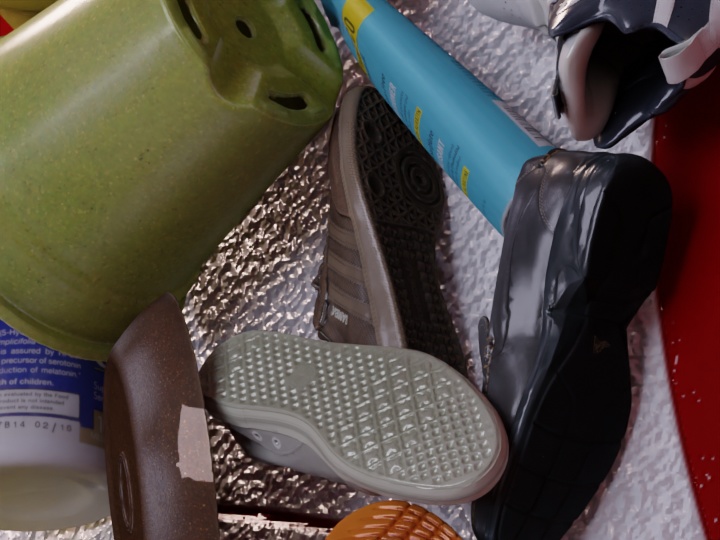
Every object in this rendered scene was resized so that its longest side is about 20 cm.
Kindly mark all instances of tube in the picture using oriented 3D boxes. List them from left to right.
[{"bbox_3d":[0.034,-0.094,1.442,0.050,0.078,0.200,-33,55,-14],"label":"tube"}]

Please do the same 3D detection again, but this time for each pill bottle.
[{"bbox_3d":[-0.187,0.035,1.591,0.119,0.119,0.201,-22,59,38],"label":"pill bottle"}]

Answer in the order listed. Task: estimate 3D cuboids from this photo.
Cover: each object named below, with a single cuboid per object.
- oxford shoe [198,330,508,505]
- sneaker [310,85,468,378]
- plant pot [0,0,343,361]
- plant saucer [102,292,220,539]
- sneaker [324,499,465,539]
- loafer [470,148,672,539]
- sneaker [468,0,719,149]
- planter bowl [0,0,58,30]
[{"bbox_3d":[0.001,0.076,1.357,0.199,0.058,0.075,13,54,46],"label":"oxford shoe"},{"bbox_3d":[0.000,0.000,1.452,0.075,0.070,0.201,-31,53,34],"label":"sneaker"},{"bbox_3d":[-0.115,-0.084,1.500,0.184,0.200,0.201,-38,50,32],"label":"plant pot"},{"bbox_3d":[-0.106,0.113,1.452,0.200,0.036,0.202,175,90,-78],"label":"plant saucer"},{"bbox_3d":[0.071,0.186,1.311,0.200,0.092,0.076,35,66,28],"label":"sneaker"},{"bbox_3d":[0.088,0.039,1.341,0.072,0.073,0.201,14,85,46],"label":"loafer"},{"bbox_3d":[0.103,-0.119,1.355,0.198,0.080,0.130,11,45,39],"label":"sneaker"},{"bbox_3d":[-0.149,-0.177,1.637,0.200,0.200,0.084,27,136,47],"label":"planter bowl"}]
